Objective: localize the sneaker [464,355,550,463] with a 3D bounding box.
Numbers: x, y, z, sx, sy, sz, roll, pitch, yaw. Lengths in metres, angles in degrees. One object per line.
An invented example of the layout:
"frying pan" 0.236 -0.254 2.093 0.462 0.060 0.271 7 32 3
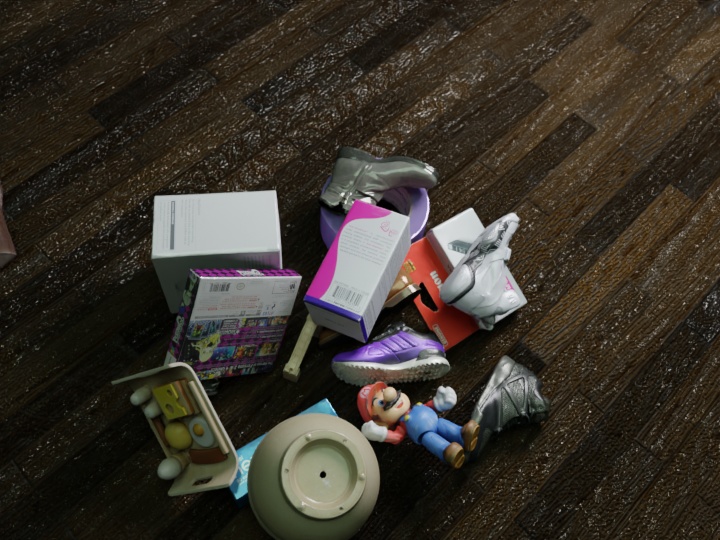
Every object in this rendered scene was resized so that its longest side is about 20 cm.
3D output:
"sneaker" 0.241 0.242 1.236 0.114 0.076 0.200 27 57 17

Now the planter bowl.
"planter bowl" -0.060 0.297 1.087 0.200 0.135 0.201 4 70 -10

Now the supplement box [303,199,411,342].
"supplement box" 0.000 0.000 1.243 0.101 0.103 0.200 21 69 16

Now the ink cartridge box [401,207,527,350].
"ink cartridge box" 0.173 0.016 1.337 0.173 0.044 0.200 -30 88 -20

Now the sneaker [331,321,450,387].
"sneaker" 0.046 0.137 1.289 0.199 0.070 0.100 -1 55 -10

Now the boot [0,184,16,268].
"boot" -0.722 -0.074 1.347 0.186 0.064 0.200 -16 68 -10

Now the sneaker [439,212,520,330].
"sneaker" 0.232 0.003 1.297 0.115 0.075 0.200 41 76 -6

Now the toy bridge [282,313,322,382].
"toy bridge" -0.078 0.092 1.299 0.027 0.067 0.200 23 63 8

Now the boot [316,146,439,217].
"boot" 0.032 -0.139 1.348 0.199 0.068 0.131 12 66 11

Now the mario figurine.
"mario figurine" 0.080 0.226 1.183 0.200 0.123 0.106 20 98 29

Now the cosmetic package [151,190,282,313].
"cosmetic package" -0.234 -0.029 1.276 0.199 0.200 0.123 -2 61 -6

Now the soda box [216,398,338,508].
"soda box" -0.121 0.287 1.191 0.200 0.064 0.068 -28 67 -18

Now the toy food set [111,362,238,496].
"toy food set" -0.280 0.237 1.122 0.060 0.143 0.200 -37 104 -54

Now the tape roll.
"tape roll" 0.024 -0.105 1.405 0.199 0.085 0.201 2 62 -4

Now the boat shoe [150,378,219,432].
"boat shoe" -0.265 0.186 1.240 0.071 0.072 0.200 26 73 1

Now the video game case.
"video game case" -0.199 0.084 1.187 0.200 0.182 0.036 -1 26 -46

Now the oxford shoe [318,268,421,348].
"oxford shoe" 0.005 0.065 1.306 0.200 0.071 0.071 -34 74 -6
